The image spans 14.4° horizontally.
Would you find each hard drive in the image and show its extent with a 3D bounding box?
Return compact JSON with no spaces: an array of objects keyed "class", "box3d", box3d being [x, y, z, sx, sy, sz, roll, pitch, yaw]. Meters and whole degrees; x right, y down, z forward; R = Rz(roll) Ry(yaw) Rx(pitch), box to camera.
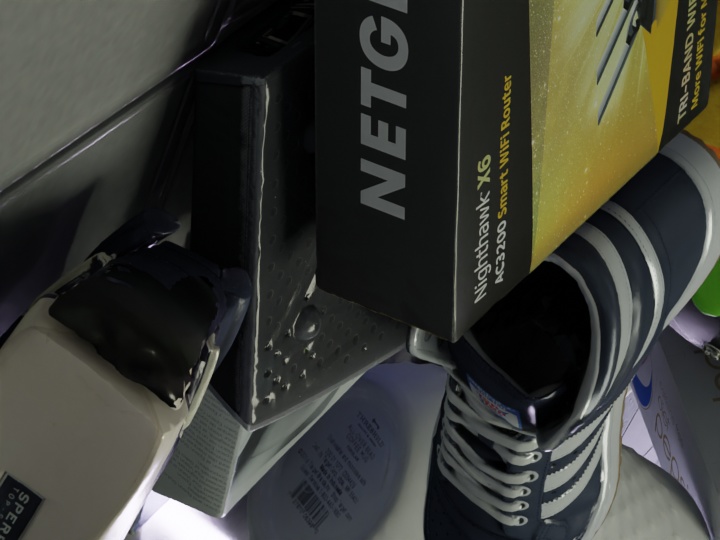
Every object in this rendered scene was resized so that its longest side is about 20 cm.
[{"class":"hard drive","box3d":[0.016,-0.045,0.912,0.200,0.042,0.135,-32,135,-45]}]

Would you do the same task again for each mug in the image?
[{"class":"mug","box3d":[0.049,0.134,1.186,0.148,0.200,0.175,-41,134,19]}]

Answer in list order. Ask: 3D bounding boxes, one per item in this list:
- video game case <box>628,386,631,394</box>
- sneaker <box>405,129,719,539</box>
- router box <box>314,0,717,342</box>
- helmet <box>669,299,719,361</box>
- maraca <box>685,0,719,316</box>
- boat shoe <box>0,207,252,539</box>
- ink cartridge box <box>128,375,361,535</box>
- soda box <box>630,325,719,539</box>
[{"class":"video game case","box3d":[0.053,0.136,1.511,0.200,0.024,0.182,-47,173,30]},{"class":"sneaker","box3d":[0.049,0.050,0.941,0.108,0.070,0.200,-37,155,-53]},{"class":"router box","box3d":[0.050,-0.104,0.823,0.157,0.052,0.201,-41,142,-42]},{"class":"helmet","box3d":[0.191,-0.054,1.227,0.200,0.200,0.191,-42,-176,-38]},{"class":"maraca","box3d":[0.143,-0.075,1.080,0.107,0.137,0.201,-57,140,-60]},{"class":"boat shoe","box3d":[-0.098,0.069,0.839,0.200,0.075,0.093,-49,-178,31]},{"class":"ink cartridge box","box3d":[0.000,0.000,1.058,0.200,0.041,0.200,-44,164,-33]},{"class":"soda box","box3d":[0.168,0.057,1.303,0.068,0.200,0.064,-7,132,-8]}]
